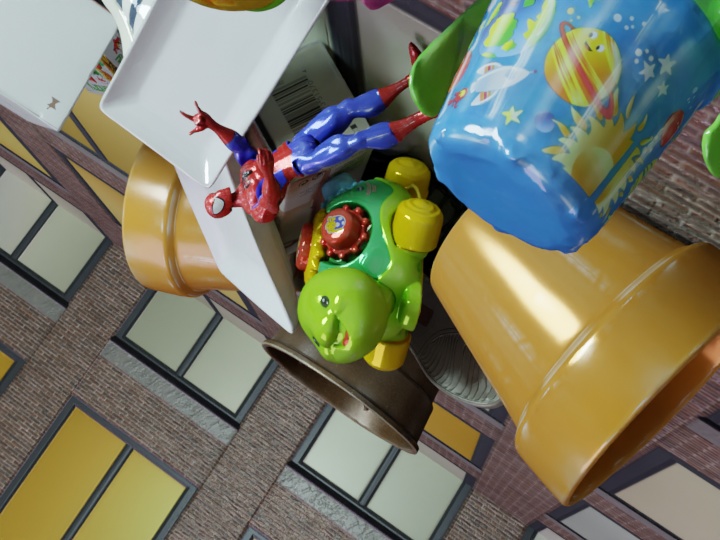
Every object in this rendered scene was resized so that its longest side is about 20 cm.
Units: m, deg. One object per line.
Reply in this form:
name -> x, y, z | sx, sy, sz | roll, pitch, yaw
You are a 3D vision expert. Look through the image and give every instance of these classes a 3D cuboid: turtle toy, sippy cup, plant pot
turtle toy -> 0.000, 0.000, 0.757 | 0.099, 0.148, 0.201 | 9, -152, -8
sippy cup -> 0.104, -0.087, 0.495 | 0.139, 0.132, 0.178 | 36, 167, -8
plant pot -> 0.030, 0.056, 1.037 | 0.198, 0.200, 0.201 | 33, 167, 9
plant pot -> 0.154, 0.029, 0.697 | 0.184, 0.199, 0.201 | 46, 173, 23
plant pot -> -0.134, -0.059, 1.081 | 0.180, 0.204, 0.201 | 13, 160, 18

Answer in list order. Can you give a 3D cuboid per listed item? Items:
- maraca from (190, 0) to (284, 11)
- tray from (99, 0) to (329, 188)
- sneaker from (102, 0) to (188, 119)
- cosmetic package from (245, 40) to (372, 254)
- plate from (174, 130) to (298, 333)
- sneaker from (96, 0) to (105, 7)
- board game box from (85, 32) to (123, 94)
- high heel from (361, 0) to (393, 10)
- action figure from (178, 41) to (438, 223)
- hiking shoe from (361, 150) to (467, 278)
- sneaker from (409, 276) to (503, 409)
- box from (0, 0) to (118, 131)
maraca -> -0.074, -0.220, 0.539 | 0.138, 0.107, 0.199 | 49, 157, -7
tray -> -0.104, -0.167, 0.712 | 0.107, 0.201, 0.022 | 36, -152, -5
sneaker -> -0.159, -0.221, 0.776 | 0.204, 0.083, 0.075 | 68, -160, -1
cosmetic package -> -0.059, -0.097, 0.858 | 0.105, 0.086, 0.200 | 59, 164, 12
plate -> -0.120, -0.061, 0.885 | 0.199, 0.032, 0.203 | 32, 145, 58
sneaker -> -0.246, -0.284, 0.847 | 0.094, 0.081, 0.200 | 21, 171, 29
board game box -> -0.326, -0.263, 1.180 | 0.198, 0.035, 0.126 | 19, 160, 51
high heel -> -0.008, -0.170, 0.561 | 0.067, 0.097, 0.199 | 39, 166, -23
action figure -> -0.046, -0.099, 0.689 | 0.099, 0.198, 0.066 | 33, -147, -51
hiking shoe -> 0.052, -0.052, 0.875 | 0.198, 0.076, 0.101 | 29, 169, 29
sneaker -> 0.091, 0.058, 0.857 | 0.105, 0.076, 0.200 | 24, -167, -42
box -> -0.313, -0.210, 0.839 | 0.151, 0.108, 0.199 | 33, 175, -28
